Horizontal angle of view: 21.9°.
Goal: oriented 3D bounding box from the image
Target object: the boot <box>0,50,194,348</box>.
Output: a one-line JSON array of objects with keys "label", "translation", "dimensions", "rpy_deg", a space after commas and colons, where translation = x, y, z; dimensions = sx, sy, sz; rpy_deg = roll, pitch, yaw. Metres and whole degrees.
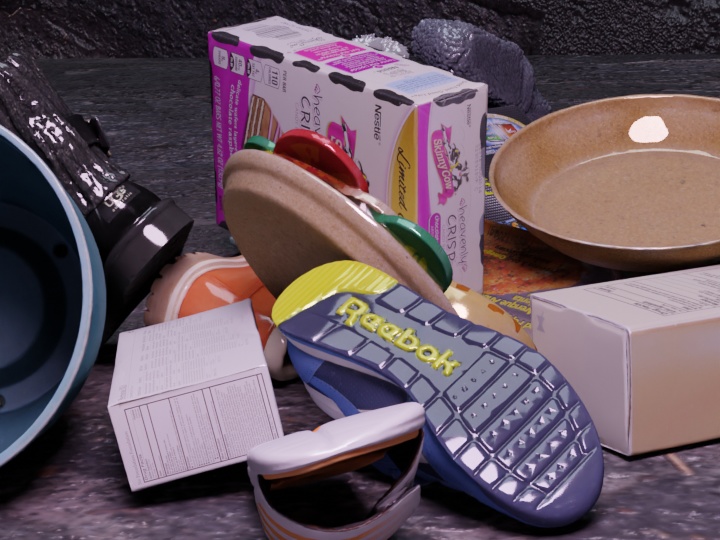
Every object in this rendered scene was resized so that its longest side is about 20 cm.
[{"label": "boot", "translation": [-0.190, -0.042, 1.177], "dimensions": [0.079, 0.158, 0.211], "rpy_deg": [-48, -2, -28]}]

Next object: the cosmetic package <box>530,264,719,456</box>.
[{"label": "cosmetic package", "translation": [0.203, 0.042, 1.026], "dimensions": [0.200, 0.071, 0.105], "rpy_deg": [-8, 13, -23]}]

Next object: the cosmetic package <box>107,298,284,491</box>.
[{"label": "cosmetic package", "translation": [-0.089, 0.064, 1.009], "dimensions": [0.082, 0.051, 0.200], "rpy_deg": [-13, 10, -3]}]

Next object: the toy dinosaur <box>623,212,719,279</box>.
[{"label": "toy dinosaur", "translation": [0.178, 0.018, 1.223], "dimensions": [0.105, 0.200, 0.181], "rpy_deg": [-39, -3, -21]}]

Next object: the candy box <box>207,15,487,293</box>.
[{"label": "candy box", "translation": [-0.011, -0.068, 1.151], "dimensions": [0.061, 0.137, 0.200], "rpy_deg": [-20, 30, -37]}]

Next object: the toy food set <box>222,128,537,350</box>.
[{"label": "toy food set", "translation": [0.000, 0.000, 1.034], "dimensions": [0.049, 0.198, 0.200], "rpy_deg": [-46, 26, -17]}]

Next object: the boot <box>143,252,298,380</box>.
[{"label": "boot", "translation": [-0.041, 0.027, 1.205], "dimensions": [0.107, 0.075, 0.200], "rpy_deg": [19, 18, 24]}]

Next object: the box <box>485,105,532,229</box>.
[{"label": "box", "translation": [0.080, -0.052, 1.405], "dimensions": [0.200, 0.044, 0.160], "rpy_deg": [-10, 45, -33]}]

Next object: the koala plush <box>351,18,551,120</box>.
[{"label": "koala plush", "translation": [0.058, -0.142, 1.764], "dimensions": [0.200, 0.178, 0.184], "rpy_deg": [5, 3, 36]}]

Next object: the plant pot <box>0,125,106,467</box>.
[{"label": "plant pot", "translation": [-0.226, 0.019, 1.006], "dimensions": [0.200, 0.200, 0.188], "rpy_deg": [-3, -4, 3]}]

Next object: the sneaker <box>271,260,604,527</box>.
[{"label": "sneaker", "translation": [0.041, 0.070, 0.919], "dimensions": [0.074, 0.082, 0.200], "rpy_deg": [-35, 49, -25]}]

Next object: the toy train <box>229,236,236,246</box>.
[{"label": "toy train", "translation": [-0.022, -0.048, 1.518], "dimensions": [0.200, 0.085, 0.114], "rpy_deg": [8, 6, 41]}]

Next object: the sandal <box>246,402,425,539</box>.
[{"label": "sandal", "translation": [-0.008, 0.101, 0.843], "dimensions": [0.079, 0.059, 0.207], "rpy_deg": [-15, -8, -7]}]

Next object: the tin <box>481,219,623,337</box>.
[{"label": "tin", "translation": [0.078, 0.020, 1.151], "dimensions": [0.112, 0.042, 0.200], "rpy_deg": [-32, 31, -29]}]

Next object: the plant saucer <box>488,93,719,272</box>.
[{"label": "plant saucer", "translation": [0.180, -0.050, 1.146], "dimensions": [0.200, 0.035, 0.200], "rpy_deg": [-5, 31, 3]}]
